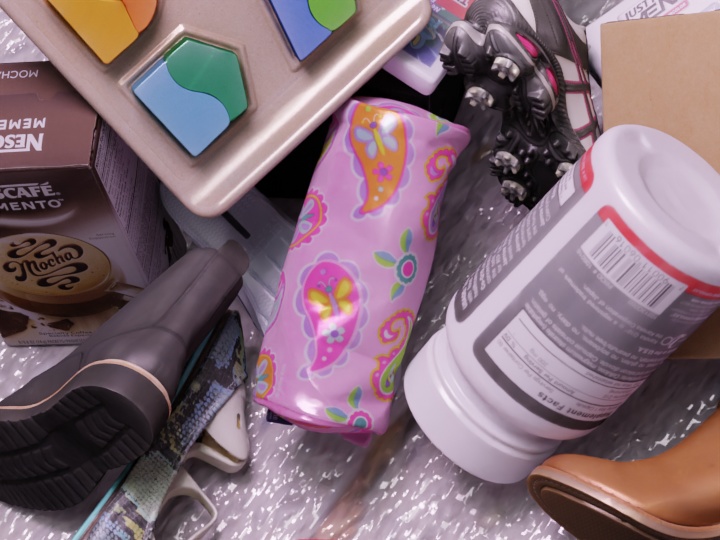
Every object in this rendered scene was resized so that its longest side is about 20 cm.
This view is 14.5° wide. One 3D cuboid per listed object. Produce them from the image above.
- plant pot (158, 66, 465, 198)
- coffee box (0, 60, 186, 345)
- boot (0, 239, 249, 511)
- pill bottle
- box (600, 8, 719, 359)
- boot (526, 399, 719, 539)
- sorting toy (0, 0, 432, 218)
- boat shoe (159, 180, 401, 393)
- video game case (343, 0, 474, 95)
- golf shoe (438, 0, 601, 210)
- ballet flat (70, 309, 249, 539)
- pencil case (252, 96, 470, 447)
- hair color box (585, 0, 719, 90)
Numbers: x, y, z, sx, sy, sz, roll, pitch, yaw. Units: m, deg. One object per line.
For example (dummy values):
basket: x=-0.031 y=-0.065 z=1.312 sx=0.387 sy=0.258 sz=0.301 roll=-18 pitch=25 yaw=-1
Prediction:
plant pot: x=-0.019 y=-0.158 z=1.755 sx=0.177 sy=0.200 sz=0.200 roll=16 pitch=63 yaw=9
coffee box: x=-0.185 y=-0.038 z=1.704 sx=0.113 sy=0.200 sz=0.080 roll=-2 pitch=58 yaw=12
boot: x=-0.149 y=0.062 z=1.681 sx=0.200 sy=0.077 sz=0.138 roll=-19 pitch=29 yaw=47
pill bottle: x=0.121 y=0.022 z=1.600 sx=0.200 sy=0.114 sz=0.114 roll=-48 pitch=50 yaw=30
box: x=0.209 y=-0.049 z=1.613 sx=0.163 sy=0.021 sz=0.201 roll=-3 pitch=89 yaw=40
boot: x=0.208 y=0.097 z=1.605 sx=0.200 sy=0.077 sz=0.156 roll=14 pitch=64 yaw=17
sorting toy: x=-0.086 y=-0.158 z=1.597 sx=0.185 sy=0.036 sz=0.200 roll=-43 pitch=101 yaw=0
boat shoe: x=-0.042 y=0.004 z=1.725 sx=0.072 sy=0.062 sz=0.200 roll=-41 pitch=76 yaw=6
video game case: x=0.005 y=-0.223 z=1.682 sx=0.200 sy=0.023 sz=0.182 roll=33 pitch=64 yaw=4
golf shoe: x=0.116 y=-0.099 z=1.675 sx=0.077 sy=0.200 sz=0.088 roll=13 pitch=58 yaw=29
ballet flat: x=-0.106 y=0.117 z=1.680 sx=0.074 sy=0.074 sz=0.200 roll=22 pitch=68 yaw=24
pencil case: x=0.000 y=0.000 z=1.644 sx=0.087 sy=0.087 sz=0.200 roll=15 pitch=90 yaw=21
hair color box: x=0.222 y=-0.084 z=1.679 sx=0.099 sy=0.061 sz=0.200 roll=-35 pitch=66 yaw=4
